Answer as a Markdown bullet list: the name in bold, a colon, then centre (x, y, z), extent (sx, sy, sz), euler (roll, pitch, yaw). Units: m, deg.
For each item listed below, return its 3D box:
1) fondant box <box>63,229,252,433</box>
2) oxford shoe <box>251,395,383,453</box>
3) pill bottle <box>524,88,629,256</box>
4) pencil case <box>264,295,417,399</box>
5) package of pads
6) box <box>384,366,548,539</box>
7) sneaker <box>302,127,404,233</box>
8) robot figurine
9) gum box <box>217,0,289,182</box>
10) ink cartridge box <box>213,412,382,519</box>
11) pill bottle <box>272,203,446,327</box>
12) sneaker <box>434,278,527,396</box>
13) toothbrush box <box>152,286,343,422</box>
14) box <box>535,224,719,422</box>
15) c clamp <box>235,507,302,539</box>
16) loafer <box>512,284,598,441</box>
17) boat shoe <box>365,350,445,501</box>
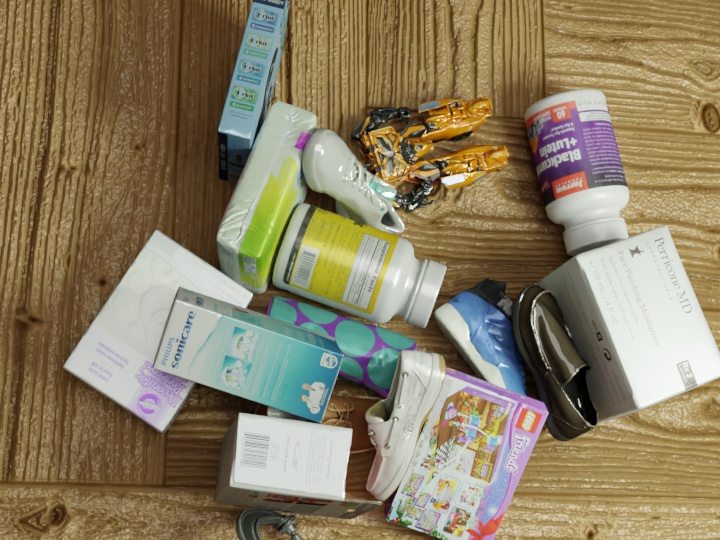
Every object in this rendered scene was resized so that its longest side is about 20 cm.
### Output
- **fondant box**: centre (-0.242, 0.075, 1.678), extent (0.144, 0.058, 0.201), euler (33, 80, -3)
- **oxford shoe**: centre (-0.030, 0.185, 1.700), extent (0.198, 0.071, 0.072), euler (1, 74, -16)
- **pill bottle**: centre (0.288, -0.126, 1.820), extent (0.111, 0.111, 0.201), euler (-9, 78, -14)
- **pencil case**: centre (-0.029, 0.100, 1.713), extent (0.199, 0.085, 0.093), euler (16, 58, -7)
- **package of pads**: centre (-0.114, -0.085, 1.704), extent (0.068, 0.155, 0.201), euler (21, 71, 4)
- **box**: centre (0.127, 0.232, 1.691), extent (0.136, 0.039, 0.201), euler (21, 102, -6)
- **sneaker**: centre (-0.001, -0.106, 1.705), extent (0.088, 0.200, 0.076), euler (14, 70, 30)
- **robot figurine**: centre (0.086, -0.158, 1.813), extent (0.199, 0.058, 0.146), euler (-16, 79, -16)
- **gum box**: centre (-0.133, -0.229, 1.724), extent (0.044, 0.170, 0.201), euler (13, 74, -1)
- **ink cartridge box**: centre (-0.072, 0.231, 1.611), extent (0.174, 0.200, 0.084), euler (9, 74, -9)
- **pill bottle**: centre (0.000, 0.000, 1.717), extent (0.199, 0.111, 0.112), euler (20, 73, 2)
- **sneaker**: centre (0.194, 0.103, 1.754), extent (0.111, 0.077, 0.200), euler (-35, 79, -7)
- **toothbrush box**: centre (-0.129, 0.093, 1.585), extent (0.199, 0.146, 0.086), euler (18, 93, -6)
- **box**: centre (0.327, 0.074, 1.734), extent (0.130, 0.200, 0.200), euler (-19, 81, -15)
- **c clamp**: centre (-0.066, 0.359, 1.638), extent (0.027, 0.171, 0.200), euler (-42, 76, 23)
- **loafer**: centre (0.249, 0.110, 1.701), extent (0.073, 0.071, 0.201), euler (-27, 101, -40)
- **boat shoe**: centre (0.037, 0.182, 1.669), extent (0.069, 0.071, 0.201), euler (16, 108, -13)
